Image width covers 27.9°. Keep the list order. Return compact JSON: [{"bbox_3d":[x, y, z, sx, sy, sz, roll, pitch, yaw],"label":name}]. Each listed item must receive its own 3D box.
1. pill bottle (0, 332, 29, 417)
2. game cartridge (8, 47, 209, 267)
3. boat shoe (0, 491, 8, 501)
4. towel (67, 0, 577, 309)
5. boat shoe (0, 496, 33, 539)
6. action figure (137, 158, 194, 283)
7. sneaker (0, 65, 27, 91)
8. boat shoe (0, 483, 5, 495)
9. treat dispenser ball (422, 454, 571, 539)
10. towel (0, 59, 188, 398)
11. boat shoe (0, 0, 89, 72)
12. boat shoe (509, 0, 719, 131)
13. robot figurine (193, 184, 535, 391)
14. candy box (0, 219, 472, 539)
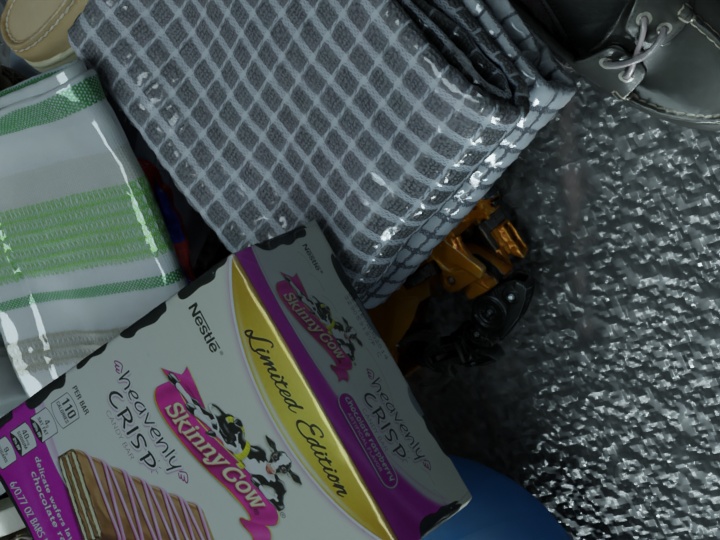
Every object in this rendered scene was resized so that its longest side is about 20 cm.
[{"bbox_3d":[-0.253,0.019,0.835,0.200,0.114,0.114,56,130,21],"label":"pill bottle"},{"bbox_3d":[-0.138,-0.074,0.807,0.133,0.042,0.201,24,123,13],"label":"game cartridge"},{"bbox_3d":[-0.169,0.138,0.835,0.072,0.199,0.068,-14,86,44],"label":"boat shoe"},{"bbox_3d":[-0.027,-0.094,0.631,0.200,0.085,0.166,51,133,13],"label":"towel"},{"bbox_3d":[-0.119,0.131,0.792,0.072,0.199,0.060,-17,89,47],"label":"boat shoe"},{"bbox_3d":[-0.104,0.012,0.748,0.052,0.065,0.201,-28,89,51],"label":"action figure"},{"bbox_3d":[-0.171,-0.013,0.792,0.075,0.070,0.201,-29,96,40],"label":"sneaker"},{"bbox_3d":[-0.228,0.104,0.922,0.202,0.075,0.086,40,127,5],"label":"boat shoe"},{"bbox_3d":[0.025,0.193,0.737,0.200,0.201,0.202,13,119,24],"label":"treat dispenser ball"},{"bbox_3d":[-0.142,0.008,0.709,0.149,0.031,0.201,-9,107,43],"label":"towel"},{"bbox_3d":[-0.124,-0.185,0.691,0.200,0.069,0.074,-51,53,19],"label":"boat shoe"},{"bbox_3d":[0.090,-0.124,0.635,0.200,0.057,0.067,41,127,7],"label":"boat shoe"},{"bbox_3d":[0.000,0.000,0.748,0.200,0.058,0.145,-32,95,38],"label":"robot figurine"},{"bbox_3d":[-0.067,0.086,0.634,0.200,0.061,0.137,-34,85,37],"label":"candy box"}]
